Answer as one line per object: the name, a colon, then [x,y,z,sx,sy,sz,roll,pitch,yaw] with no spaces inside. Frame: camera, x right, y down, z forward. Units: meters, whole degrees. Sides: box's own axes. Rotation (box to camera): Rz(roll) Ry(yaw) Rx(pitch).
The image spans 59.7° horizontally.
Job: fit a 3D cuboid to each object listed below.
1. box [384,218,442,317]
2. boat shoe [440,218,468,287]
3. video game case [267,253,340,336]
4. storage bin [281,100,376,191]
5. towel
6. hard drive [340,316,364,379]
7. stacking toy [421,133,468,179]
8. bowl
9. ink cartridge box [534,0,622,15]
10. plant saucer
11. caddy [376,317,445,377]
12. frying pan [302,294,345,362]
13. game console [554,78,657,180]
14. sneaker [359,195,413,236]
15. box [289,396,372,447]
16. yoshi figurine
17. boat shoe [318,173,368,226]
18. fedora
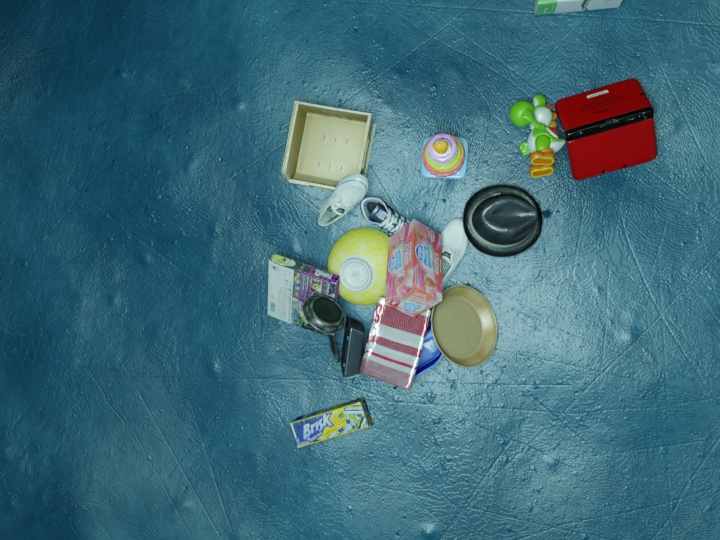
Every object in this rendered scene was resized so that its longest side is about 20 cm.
box: [0.126,-0.006,1.481,0.095,0.200,0.103,28,138,-26]
boat shoe: [0.215,-0.032,1.549,0.073,0.067,0.200,19,94,10]
video game case: [-0.147,0.065,1.585,0.181,0.036,0.200,19,134,11]
storage bin: [-0.080,-0.307,1.595,0.199,0.094,0.199,12,93,10]
towel: [0.083,0.170,1.509,0.144,0.023,0.201,14,87,29]
hard drive: [-0.021,0.188,1.542,0.042,0.200,0.135,8,93,-5]
stacking toy: [0.194,-0.284,1.489,0.116,0.200,0.110,4,92,11]
bowl: [0.000,0.000,1.558,0.200,0.108,0.201,4,103,16]
ink cartridge box: [0.515,-0.695,1.480,0.199,0.084,0.146,0,91,11]
plant saucer: [0.245,0.137,1.525,0.200,0.035,0.201,8,74,-27]
caddy: [0.118,0.192,1.557,0.200,0.105,0.142,-33,84,10]
frying pan: [-0.066,0.134,1.547,0.115,0.031,0.190,-25,108,36]
game console: [0.587,-0.339,1.506,0.199,0.119,0.173,-14,57,10]
sneaker: [0.082,-0.118,1.559,0.200,0.108,0.070,36,97,8]
box: [-0.076,0.392,1.620,0.200,0.064,0.070,-19,88,10]
yoshi figurine: [0.405,-0.327,1.492,0.112,0.112,0.201,-28,53,48]
boat shoe: [-0.043,-0.165,1.551,0.073,0.200,0.067,24,59,-17]
fedora: [0.348,-0.124,1.496,0.200,0.092,0.201,0,87,-2]
